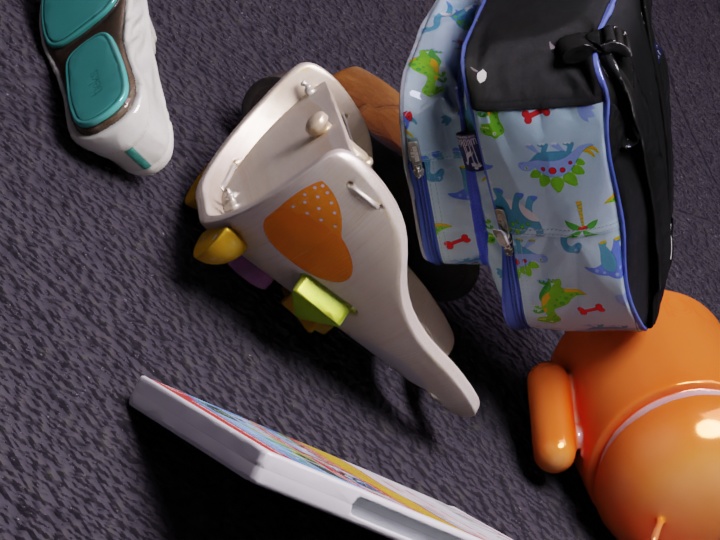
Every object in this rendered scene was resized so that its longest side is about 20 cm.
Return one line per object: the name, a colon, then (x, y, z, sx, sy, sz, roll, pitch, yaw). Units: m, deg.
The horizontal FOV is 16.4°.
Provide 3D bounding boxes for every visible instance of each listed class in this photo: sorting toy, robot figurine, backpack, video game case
sorting toy: (0.000, 0.000, 1.388, 0.180, 0.107, 0.200, 47, 8, -17)
robot figurine: (0.176, 0.091, 1.459, 0.144, 0.117, 0.200, 39, 18, -33)
backpack: (0.105, -0.068, 1.430, 0.183, 0.147, 0.200, -69, 150, -55)
video game case: (0.001, 0.108, 1.194, 0.200, 0.017, 0.143, 26, -1, -30)

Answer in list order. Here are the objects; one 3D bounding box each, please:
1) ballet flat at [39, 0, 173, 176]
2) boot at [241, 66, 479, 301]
ballet flat: (-0.143, -0.123, 1.444, 0.069, 0.069, 0.200, 26, 30, -30)
boot: (0.023, -0.058, 1.602, 0.188, 0.069, 0.200, 36, 14, 12)
